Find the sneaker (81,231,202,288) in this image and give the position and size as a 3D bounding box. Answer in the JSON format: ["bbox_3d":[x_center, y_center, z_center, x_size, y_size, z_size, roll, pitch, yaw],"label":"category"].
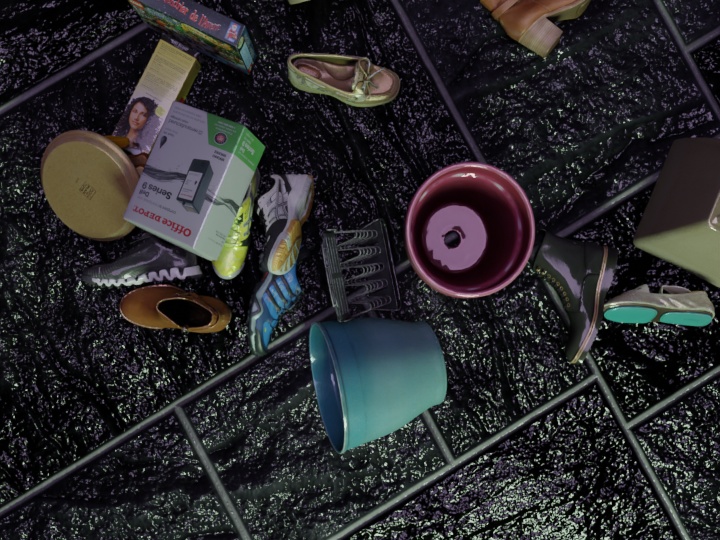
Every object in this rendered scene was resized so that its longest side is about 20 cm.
[{"bbox_3d":[-0.363,-0.021,1.155,0.194,0.066,0.093,-6,92,-5],"label":"sneaker"}]

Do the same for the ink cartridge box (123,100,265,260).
[{"bbox_3d":[-0.258,-0.138,1.086,0.143,0.084,0.205,20,84,18],"label":"ink cartridge box"}]

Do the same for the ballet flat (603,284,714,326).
[{"bbox_3d":[0.499,0.056,1.178,0.194,0.068,0.064,6,59,-4],"label":"ballet flat"}]

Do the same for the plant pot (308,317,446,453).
[{"bbox_3d":[0.030,0.163,1.103,0.183,0.200,0.206,-11,88,-16],"label":"plant pot"}]

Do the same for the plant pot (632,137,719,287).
[{"bbox_3d":[0.595,-0.099,1.118,0.196,0.177,0.204,24,88,1],"label":"plant pot"}]

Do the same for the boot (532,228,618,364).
[{"bbox_3d":[0.338,0.042,1.169,0.135,0.078,0.205,18,78,6],"label":"boot"}]

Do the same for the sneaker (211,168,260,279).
[{"bbox_3d":[-0.216,-0.089,1.155,0.073,0.076,0.207,7,87,-1],"label":"sneaker"}]

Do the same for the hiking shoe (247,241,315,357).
[{"bbox_3d":[-0.136,0.046,1.153,0.084,0.074,0.206,12,88,0],"label":"hiking shoe"}]

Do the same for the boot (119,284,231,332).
[{"bbox_3d":[-0.307,0.067,1.109,0.194,0.155,0.079,12,88,0],"label":"boot"}]

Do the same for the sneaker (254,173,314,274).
[{"bbox_3d":[-0.136,-0.077,1.131,0.085,0.077,0.203,9,49,6],"label":"sneaker"}]

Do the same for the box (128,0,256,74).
[{"bbox_3d":[-0.273,-0.399,1.134,0.196,0.137,0.039,25,88,0],"label":"box"}]

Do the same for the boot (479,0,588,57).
[{"bbox_3d":[0.312,-0.483,1.180,0.154,0.074,0.201,40,83,7],"label":"boot"}]

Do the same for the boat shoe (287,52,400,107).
[{"bbox_3d":[-0.028,-0.325,1.172,0.194,0.063,0.076,6,87,-1],"label":"boat shoe"}]

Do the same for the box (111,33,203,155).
[{"bbox_3d":[-0.342,-0.288,1.173,0.074,0.050,0.204,25,87,-1],"label":"box"}]

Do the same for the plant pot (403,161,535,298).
[{"bbox_3d":[0.162,-0.058,1.108,0.193,0.179,0.207,0,89,0],"label":"plant pot"}]

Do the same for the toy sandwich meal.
[{"bbox_3d":[-0.427,-0.144,1.145,0.199,0.071,0.211,5,117,10],"label":"toy sandwich meal"}]

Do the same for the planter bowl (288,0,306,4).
[{"bbox_3d":[-0.081,-0.519,1.128,0.195,0.201,0.138,-18,116,-1],"label":"planter bowl"}]

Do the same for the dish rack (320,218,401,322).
[{"bbox_3d":[0.000,0.000,1.102,0.053,0.199,0.158,-13,89,22],"label":"dish rack"}]
